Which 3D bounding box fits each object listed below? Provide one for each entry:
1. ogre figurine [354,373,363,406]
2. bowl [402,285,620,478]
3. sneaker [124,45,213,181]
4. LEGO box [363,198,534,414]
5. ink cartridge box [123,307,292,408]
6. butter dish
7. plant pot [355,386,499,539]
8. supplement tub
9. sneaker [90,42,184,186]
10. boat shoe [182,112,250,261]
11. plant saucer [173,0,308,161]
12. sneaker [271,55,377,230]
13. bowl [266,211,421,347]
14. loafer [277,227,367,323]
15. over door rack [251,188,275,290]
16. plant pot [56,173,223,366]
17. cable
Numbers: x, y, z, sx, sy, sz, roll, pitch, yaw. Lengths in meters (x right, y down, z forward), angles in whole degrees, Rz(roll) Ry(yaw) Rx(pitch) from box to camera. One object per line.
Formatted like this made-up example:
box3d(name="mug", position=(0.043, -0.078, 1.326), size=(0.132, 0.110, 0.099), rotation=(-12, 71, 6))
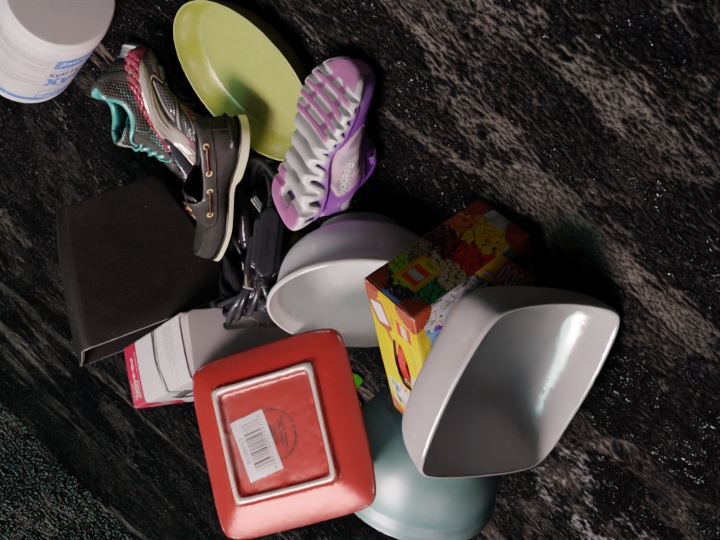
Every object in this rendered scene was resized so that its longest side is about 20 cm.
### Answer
box3d(name="ogre figurine", position=(-0.062, 0.173, 1.697), size=(0.201, 0.120, 0.098), rotation=(55, 155, -17))
box3d(name="bowl", position=(0.132, 0.095, 1.206), size=(0.075, 0.199, 0.201), rotation=(45, 119, 39))
box3d(name="sneaker", position=(-0.203, -0.174, 1.455), size=(0.201, 0.074, 0.081), rotation=(60, 176, -35))
box3d(name="LEGO box", position=(0.096, 0.053, 1.263), size=(0.077, 0.149, 0.201), rotation=(40, 156, 38))
box3d(name="ink cartridge box", position=(-0.185, 0.105, 1.559), size=(0.200, 0.144, 0.084), rotation=(-27, 71, 58))
box3d(name="butter dish", position=(-0.066, 0.181, 1.436), size=(0.198, 0.148, 0.201), rotation=(-17, 80, 21))
box3d(name="plant pot", position=(0.078, 0.200, 1.490), size=(0.200, 0.200, 0.135), rotation=(31, 124, 25))
box3d(name="supplement tub", position=(-0.370, -0.284, 1.479), size=(0.132, 0.132, 0.200), rotation=(50, 153, -10))
box3d(name="sneaker", position=(-0.254, -0.167, 1.523), size=(0.077, 0.091, 0.201), rotation=(10, 137, 49))
box3d(name="boat shoe", position=(-0.169, -0.090, 1.418), size=(0.202, 0.063, 0.074), rotation=(106, 153, -45))
box3d(name="plant saucer", position=(-0.115, -0.205, 1.343), size=(0.199, 0.031, 0.201), rotation=(34, 152, 21))
box3d(name="sneaker", position=(-0.020, -0.129, 1.276), size=(0.081, 0.088, 0.201), rotation=(60, 141, 35))
box3d(name="bowl", position=(0.000, 0.000, 1.358), size=(0.199, 0.091, 0.201), rotation=(-1, 152, -1))
box3d(name="loafer", position=(-0.037, 0.007, 1.486), size=(0.200, 0.067, 0.076), rotation=(43, 155, 8))
box3d(name="over door rack", position=(-0.152, -0.021, 1.610), size=(0.148, 0.067, 0.200), rotation=(54, 152, -16))
box3d(name="plant pot", position=(-0.286, -0.005, 1.592), size=(0.178, 0.199, 0.199), rotation=(67, 165, 4))
box3d(name="cable", position=(-0.118, -0.040, 1.437), size=(0.050, 0.202, 0.163), rotation=(9, 162, -21))
